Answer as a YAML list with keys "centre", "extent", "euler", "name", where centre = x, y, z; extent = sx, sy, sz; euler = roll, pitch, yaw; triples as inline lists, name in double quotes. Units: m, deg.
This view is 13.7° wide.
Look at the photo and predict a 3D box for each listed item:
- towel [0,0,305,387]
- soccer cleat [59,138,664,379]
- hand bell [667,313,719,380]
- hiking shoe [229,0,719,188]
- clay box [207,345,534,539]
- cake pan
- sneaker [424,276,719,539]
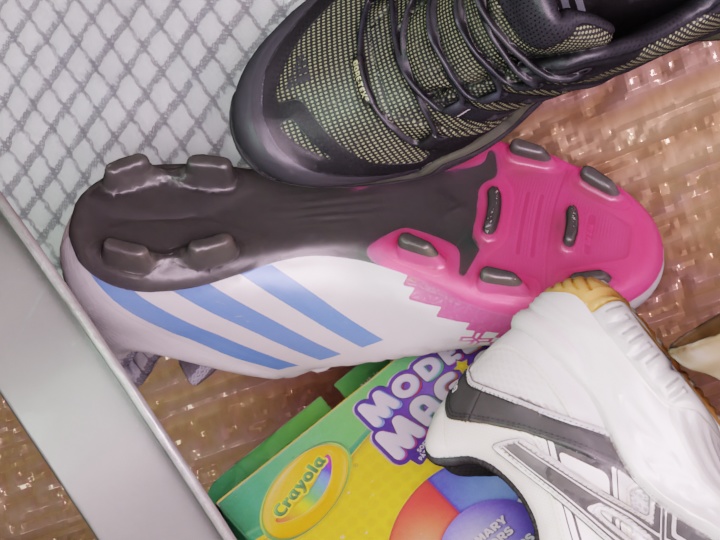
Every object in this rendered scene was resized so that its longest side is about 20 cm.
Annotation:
- centre: [-0.060, -0.073, 1.089]
  extent: [0.166, 0.086, 0.200]
  euler: [53, 129, 20]
  name: "towel"
- centre: [0.000, 0.000, 1.007]
  extent: [0.086, 0.200, 0.070]
  euler: [91, -178, -57]
  name: "soccer cleat"
- centre: [0.183, 0.089, 0.891]
  extent: [0.104, 0.104, 0.200]
  euler: [-27, 90, 43]
  name: "hand bell"
- centre: [0.044, -0.084, 0.923]
  extent: [0.200, 0.101, 0.076]
  euler: [-23, 81, 11]
  name: "hiking shoe"
- centre: [0.041, 0.098, 0.993]
  extent: [0.200, 0.115, 0.048]
  euler: [44, 167, 30]
  name: "clay box"
- centre: [-0.086, 0.058, 0.990]
  extent: [0.200, 0.037, 0.200]
  euler: [55, 173, 11]
  name: "cake pan"
- centre: [0.099, 0.100, 0.914]
  extent: [0.088, 0.076, 0.200]
  euler: [-40, 71, 5]
  name: "sneaker"
